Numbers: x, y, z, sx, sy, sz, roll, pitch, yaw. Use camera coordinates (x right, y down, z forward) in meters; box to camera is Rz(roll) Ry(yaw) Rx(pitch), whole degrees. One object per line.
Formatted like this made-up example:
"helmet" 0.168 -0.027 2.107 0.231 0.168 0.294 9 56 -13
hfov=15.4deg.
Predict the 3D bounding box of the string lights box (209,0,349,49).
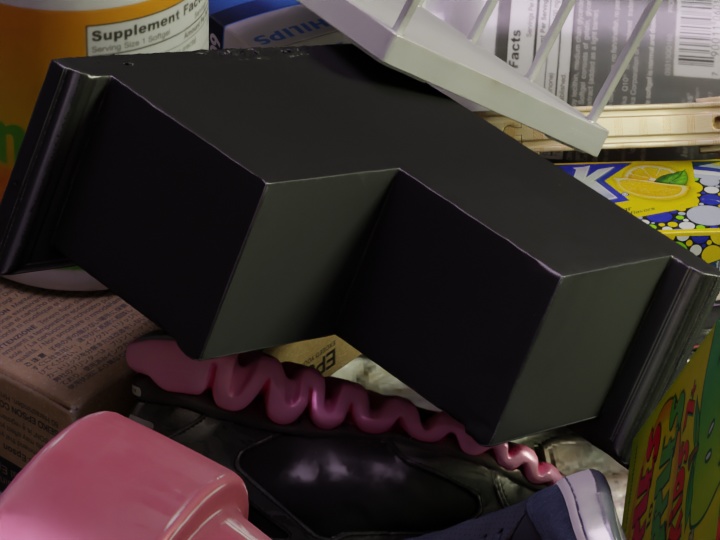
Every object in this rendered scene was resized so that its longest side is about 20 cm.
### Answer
"string lights box" -0.079 -0.112 1.351 0.059 0.103 0.200 -17 36 -28

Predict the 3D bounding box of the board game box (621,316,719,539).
"board game box" 0.134 0.080 0.939 0.047 0.200 0.102 11 68 -3

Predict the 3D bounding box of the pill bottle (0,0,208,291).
"pill bottle" -0.118 -0.103 1.102 0.110 0.201 0.111 1 31 -1

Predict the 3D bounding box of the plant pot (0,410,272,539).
"plant pot" -0.049 0.171 0.839 0.178 0.201 0.200 26 37 9

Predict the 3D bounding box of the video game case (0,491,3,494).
"video game case" -0.222 0.131 0.884 0.180 0.026 0.200 21 55 18

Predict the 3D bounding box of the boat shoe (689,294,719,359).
"boat shoe" 0.150 0.040 1.163 0.200 0.074 0.063 0 67 -20

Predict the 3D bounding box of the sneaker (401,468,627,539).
"sneaker" 0.024 0.126 0.922 0.145 0.077 0.202 -18 -7 -6

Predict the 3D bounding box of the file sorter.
"file sorter" 0.031 -0.162 1.172 0.138 0.125 0.200 19 14 -42

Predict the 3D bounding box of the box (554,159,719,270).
"box" 0.106 -0.007 1.228 0.199 0.065 0.070 -1 32 -5

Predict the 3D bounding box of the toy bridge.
"toy bridge" 0.074 -0.064 1.240 0.199 0.027 0.067 -2 1 6

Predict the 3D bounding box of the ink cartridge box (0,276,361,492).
"ink cartridge box" -0.115 0.018 1.168 0.164 0.075 0.200 23 38 33

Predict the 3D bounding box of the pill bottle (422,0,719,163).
"pill bottle" 0.103 -0.097 1.324 0.199 0.116 0.116 4 32 5

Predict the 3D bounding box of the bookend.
"bookend" 0.000 0.000 1.018 0.200 0.092 0.198 34 24 27

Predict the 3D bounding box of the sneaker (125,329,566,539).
"sneaker" -0.009 0.091 1.069 0.199 0.096 0.079 17 -5 -11
